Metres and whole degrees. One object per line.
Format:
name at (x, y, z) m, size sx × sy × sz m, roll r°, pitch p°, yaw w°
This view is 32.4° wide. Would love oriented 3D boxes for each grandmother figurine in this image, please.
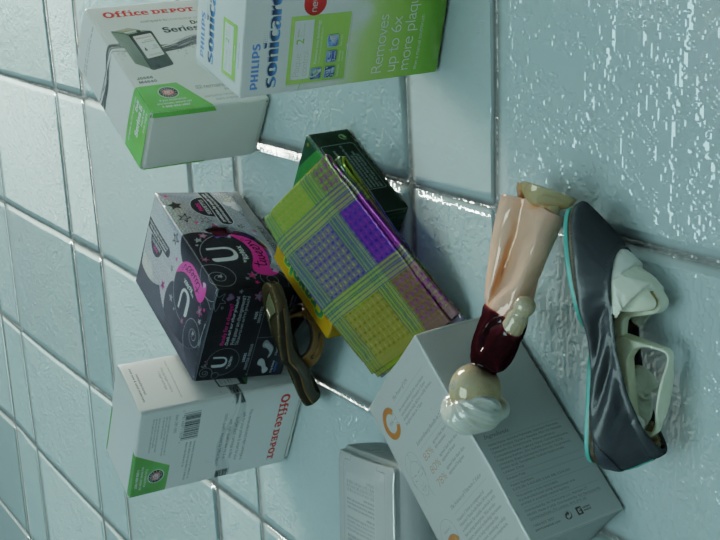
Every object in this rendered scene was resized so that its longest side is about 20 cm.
grandmother figurine at (0.110, 0.032, 0.963) m, size 0.121 × 0.060 × 0.200 m, roll 1°, pitch -72°, yaw -80°

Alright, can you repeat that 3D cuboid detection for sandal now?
sandal at (-0.062, 0.075, 1.318) m, size 0.200 × 0.055 × 0.082 m, roll 73°, pitch 175°, yaw -49°

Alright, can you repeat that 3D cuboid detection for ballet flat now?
ballet flat at (0.194, 0.047, 0.905) m, size 0.073 × 0.073 × 0.200 m, roll -5°, pitch 90°, yaw 60°

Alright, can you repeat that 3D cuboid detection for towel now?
towel at (0.000, 0.000, 1.163) m, size 0.200 × 0.023 × 0.144 m, roll 52°, pitch 137°, yaw 2°

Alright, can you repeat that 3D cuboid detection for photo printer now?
photo printer at (0.032, 0.276, 1.202) m, size 0.166 × 0.069 × 0.200 m, roll 176°, pitch 93°, yaw -69°

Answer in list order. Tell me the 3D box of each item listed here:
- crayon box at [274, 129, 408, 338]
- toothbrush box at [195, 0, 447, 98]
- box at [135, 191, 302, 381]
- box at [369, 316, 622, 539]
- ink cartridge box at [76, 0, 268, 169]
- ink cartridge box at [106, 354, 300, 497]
crayon box at (-0.027, -0.024, 1.254) m, size 0.126 × 0.052 × 0.200 m, roll 54°, pitch 143°, yaw 35°
toothbrush box at (-0.028, -0.236, 1.032) m, size 0.086 × 0.200 × 0.146 m, roll 42°, pitch 134°, yaw 45°
box at (-0.164, 0.013, 1.409) m, size 0.200 × 0.115 × 0.132 m, roll 51°, pitch 134°, yaw 43°
box at (0.108, 0.156, 1.048) m, size 0.200 × 0.097 × 0.124 m, roll 61°, pitch 146°, yaw 25°
ink cartridge box at (-0.217, -0.216, 1.408) m, size 0.200 × 0.145 × 0.084 m, roll 54°, pitch 142°, yaw 33°
ink cartridge box at (-0.181, 0.168, 1.436) m, size 0.084 × 0.200 × 0.146 m, roll 55°, pitch 142°, yaw 38°
